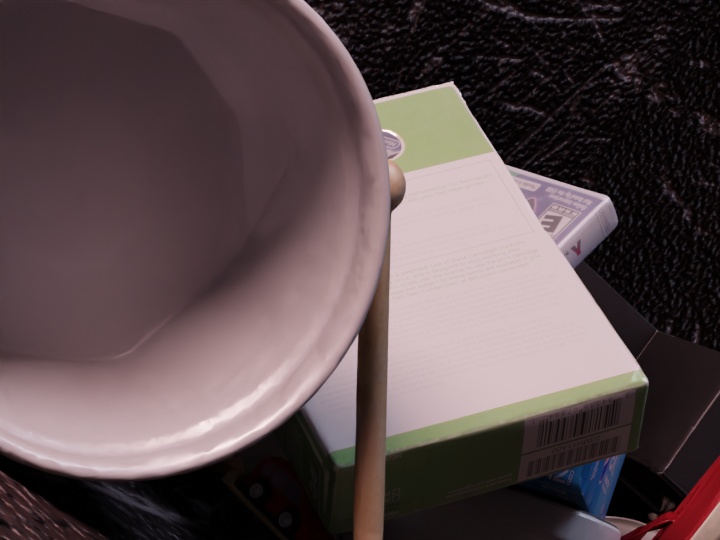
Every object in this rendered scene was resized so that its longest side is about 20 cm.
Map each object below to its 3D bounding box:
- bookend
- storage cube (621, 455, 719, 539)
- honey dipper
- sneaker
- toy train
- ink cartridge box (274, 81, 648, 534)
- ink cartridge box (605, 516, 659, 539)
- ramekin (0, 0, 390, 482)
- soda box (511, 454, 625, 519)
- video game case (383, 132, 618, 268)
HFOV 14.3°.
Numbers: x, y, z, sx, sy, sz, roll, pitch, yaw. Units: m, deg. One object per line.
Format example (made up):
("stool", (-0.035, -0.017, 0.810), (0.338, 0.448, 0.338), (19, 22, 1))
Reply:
("bookend", (0.136, 0.068, 1.554), (0.199, 0.092, 0.200), (42, -10, -28))
("storage cube", (0.193, 0.197, 1.345), (0.200, 0.171, 0.180), (40, 5, 5))
("honey dipper", (0.006, 0.056, 1.118), (0.038, 0.200, 0.038), (3, 4, 0))
("sneaker", (0.016, 0.128, 1.328), (0.200, 0.085, 0.073), (16, -7, 31))
("toy train", (-0.035, 0.103, 1.201), (0.200, 0.046, 0.034), (41, 4, 32))
("ink cartridge box", (0.015, 0.012, 1.239), (0.048, 0.145, 0.200), (94, -26, -43))
("ink cartridge box", (0.136, 0.161, 1.577), (0.200, 0.057, 0.163), (51, -16, 7))
("ramekin", (-0.099, -0.029, 1.080), (0.200, 0.200, 0.105), (37, -5, -25))
("soda box", (0.087, 0.078, 1.351), (0.068, 0.064, 0.200), (18, -9, 10))
("video game case", (0.000, 0.000, 1.456), (0.200, 0.182, 0.023), (20, -36, 42))
